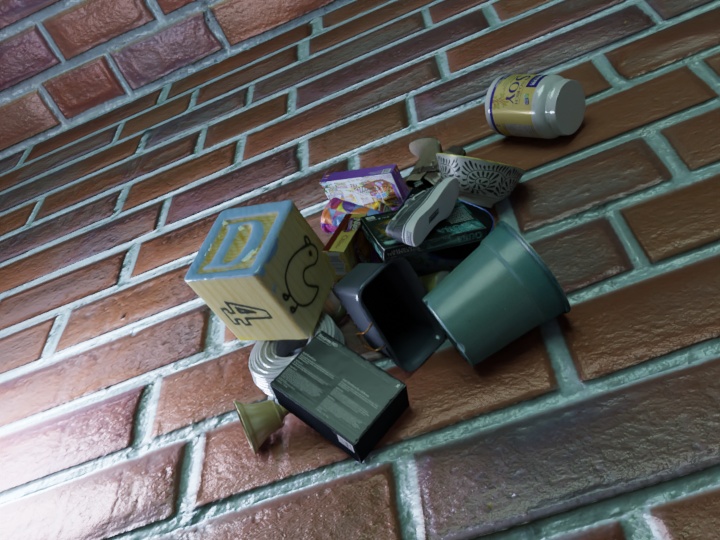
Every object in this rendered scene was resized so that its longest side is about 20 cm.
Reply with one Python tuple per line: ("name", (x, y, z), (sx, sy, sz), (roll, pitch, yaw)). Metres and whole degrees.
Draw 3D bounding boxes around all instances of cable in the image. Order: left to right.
("cable", (-0.130, 0.163, 1.595), (0.199, 0.069, 0.200), (-34, 34, -8))

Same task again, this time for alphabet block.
("alphabet block", (-0.190, 0.005, 1.589), (0.195, 0.200, 0.196), (-3, 49, 34))

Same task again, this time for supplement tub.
("supplement tub", (0.408, -0.385, 1.879), (0.199, 0.146, 0.145), (14, 52, 46))

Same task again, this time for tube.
("tube", (0.106, 0.043, 1.550), (0.058, 0.052, 0.200), (-34, 8, -32))

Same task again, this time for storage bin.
("storage bin", (0.039, 0.081, 1.490), (0.145, 0.201, 0.134), (-43, 25, -22))

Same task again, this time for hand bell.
("hand bell", (-0.124, 0.249, 1.482), (0.199, 0.105, 0.104), (-23, 32, -14))

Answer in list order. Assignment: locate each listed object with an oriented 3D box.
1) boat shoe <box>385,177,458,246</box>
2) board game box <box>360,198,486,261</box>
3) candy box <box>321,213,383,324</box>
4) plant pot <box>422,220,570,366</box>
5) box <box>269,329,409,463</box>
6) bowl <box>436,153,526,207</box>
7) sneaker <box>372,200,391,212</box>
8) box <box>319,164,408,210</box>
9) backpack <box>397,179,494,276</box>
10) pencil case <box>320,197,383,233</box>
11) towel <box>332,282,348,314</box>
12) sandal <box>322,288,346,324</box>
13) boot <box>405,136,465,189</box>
("boat shoe", (0.112, -0.112, 1.439), (0.067, 0.072, 0.200), (17, 44, 27))
("board game box", (0.113, -0.077, 1.470), (0.198, 0.028, 0.135), (-12, 33, -13))
("candy box", (0.000, 0.000, 1.602), (0.056, 0.201, 0.117), (1, 42, 31))
("plant pot", (0.227, 0.051, 1.396), (0.196, 0.201, 0.200), (-38, 34, -1))
("box", (-0.035, 0.216, 1.396), (0.199, 0.079, 0.141), (30, 64, 29))
("bowl", (0.253, -0.190, 1.744), (0.200, 0.200, 0.095), (16, 97, 46))
("sneaker", (-0.003, -0.081, 1.807), (0.200, 0.082, 0.078), (-41, 4, -25))
("box", (0.018, -0.174, 1.882), (0.199, 0.137, 0.039), (-3, 41, 32))
("backpack", (0.165, -0.056, 1.597), (0.199, 0.148, 0.183), (20, 54, 26))
("pencil case", (0.013, -0.092, 1.713), (0.199, 0.089, 0.089), (22, 54, 24))
("towel", (-0.073, 0.021, 1.731), (0.199, 0.023, 0.145), (1, 74, 36))
("sandal", (-0.105, 0.042, 1.696), (0.081, 0.054, 0.200), (-53, 51, 6))
("boot", (0.158, -0.254, 1.954), (0.199, 0.070, 0.146), (14, 54, 46))
